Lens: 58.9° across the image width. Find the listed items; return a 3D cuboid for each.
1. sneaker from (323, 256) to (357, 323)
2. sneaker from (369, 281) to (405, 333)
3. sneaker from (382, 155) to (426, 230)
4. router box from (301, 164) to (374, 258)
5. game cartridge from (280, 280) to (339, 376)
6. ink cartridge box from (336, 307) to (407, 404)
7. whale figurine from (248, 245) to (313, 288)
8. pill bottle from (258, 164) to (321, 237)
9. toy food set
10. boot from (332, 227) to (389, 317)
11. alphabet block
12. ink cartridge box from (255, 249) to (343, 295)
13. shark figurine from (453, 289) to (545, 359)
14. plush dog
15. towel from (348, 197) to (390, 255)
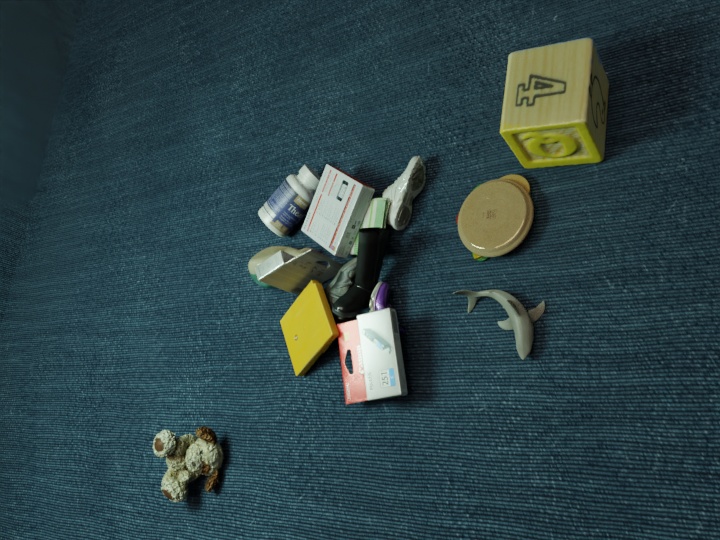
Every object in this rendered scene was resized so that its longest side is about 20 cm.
[{"bbox_3d":[-0.032,0.061,1.672,0.200,0.076,0.115,-48,55,13],"label":"sneaker"},{"bbox_3d":[0.070,0.129,1.591,0.081,0.081,0.206,-7,78,16],"label":"sneaker"},{"bbox_3d":[0.102,-0.213,1.683,0.098,0.077,0.204,21,84,40],"label":"sneaker"},{"bbox_3d":[-0.065,-0.164,1.736,0.179,0.048,0.204,36,108,45],"label":"router box"},{"bbox_3d":[-0.138,0.151,1.691,0.200,0.032,0.179,-48,50,36],"label":"game cartridge"},{"bbox_3d":[0.016,0.209,1.529,0.173,0.044,0.205,-15,74,27],"label":"ink cartridge box"},{"bbox_3d":[-0.219,-0.010,1.806,0.195,0.160,0.106,-9,111,19],"label":"whale figurine"},{"bbox_3d":[-0.196,-0.205,1.856,0.200,0.110,0.111,-47,54,11],"label":"pill bottle"},{"bbox_3d":[0.319,-0.126,1.521,0.194,0.048,0.205,-19,64,27],"label":"toy food set"},{"bbox_3d":[0.000,0.000,1.572,0.065,0.164,0.205,22,113,25],"label":"boot"},{"bbox_3d":[0.441,-0.369,1.440,0.193,0.194,0.205,-1,73,35],"label":"alphabet block"},{"bbox_3d":[-0.152,-0.007,1.687,0.174,0.199,0.046,-29,64,20],"label":"ink cartridge box"},{"bbox_3d":[0.319,0.078,1.423,0.129,0.089,0.214,-51,55,5],"label":"shark figurine"},{"bbox_3d":[-0.458,0.520,1.769,0.167,0.160,0.206,-6,97,16],"label":"plush dog"},{"bbox_3d":[-0.004,-0.118,1.715,0.197,0.023,0.157,6,85,47],"label":"towel"}]
